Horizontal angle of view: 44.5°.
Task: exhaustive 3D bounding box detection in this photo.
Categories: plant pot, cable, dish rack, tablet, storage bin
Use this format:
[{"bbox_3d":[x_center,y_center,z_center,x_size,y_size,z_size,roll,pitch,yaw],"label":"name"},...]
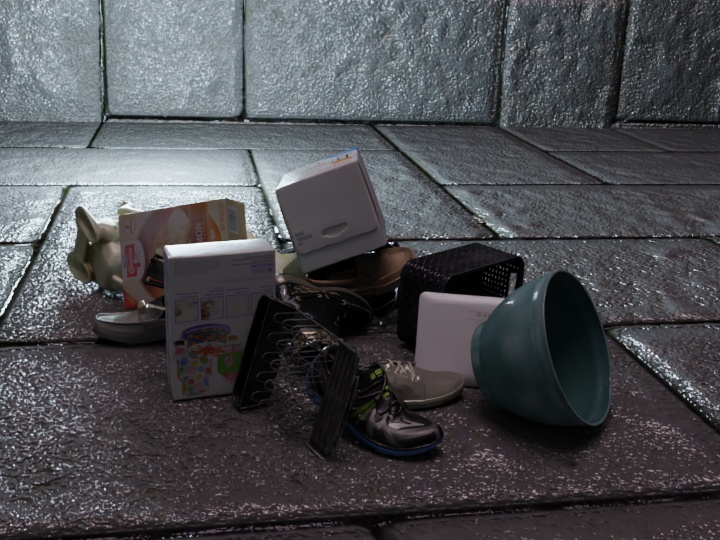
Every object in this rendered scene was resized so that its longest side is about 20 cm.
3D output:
[{"bbox_3d":[0.229,0.113,1.163,0.133,0.203,0.200,-17,6,34],"label":"plant pot"},{"bbox_3d":[0.008,0.004,1.500,0.161,0.051,0.201,-10,43,-13],"label":"cable"},{"bbox_3d":[-0.079,0.132,1.098,0.054,0.155,0.199,8,13,-37],"label":"dish rack"},{"bbox_3d":[0.178,0.102,1.261,0.197,0.132,0.014,4,-11,5],"label":"tablet"},{"bbox_3d":[0.159,0.044,1.392,0.198,0.137,0.093,-15,25,-41],"label":"storage bin"}]

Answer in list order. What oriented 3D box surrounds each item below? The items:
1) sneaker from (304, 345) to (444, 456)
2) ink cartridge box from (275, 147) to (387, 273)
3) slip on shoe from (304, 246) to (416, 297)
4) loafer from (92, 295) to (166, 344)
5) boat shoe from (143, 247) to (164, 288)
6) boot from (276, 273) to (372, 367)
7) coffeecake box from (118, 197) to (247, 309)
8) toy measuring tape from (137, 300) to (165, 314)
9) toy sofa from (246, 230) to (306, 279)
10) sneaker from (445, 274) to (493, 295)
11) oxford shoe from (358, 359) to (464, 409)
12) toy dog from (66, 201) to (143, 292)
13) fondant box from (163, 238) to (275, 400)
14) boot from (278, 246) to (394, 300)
[{"bbox_3d":[0.015,0.161,1.095,0.198,0.084,0.070,30,29,25],"label":"sneaker"},{"bbox_3d":[-0.046,-0.105,1.461,0.145,0.146,0.200,-20,13,4],"label":"ink cartridge box"},{"bbox_3d":[0.000,0.000,1.437,0.198,0.061,0.076,-17,48,-9],"label":"slip on shoe"},{"bbox_3d":[-0.310,0.072,1.353,0.197,0.071,0.070,-1,19,-10],"label":"loafer"},{"bbox_3d":[-0.229,0.034,1.314,0.199,0.064,0.074,24,-6,9],"label":"boat shoe"},{"bbox_3d":[-0.046,0.092,1.340,0.202,0.074,0.154,20,29,-37],"label":"boot"},{"bbox_3d":[-0.283,-0.023,1.420,0.197,0.156,0.073,-8,-6,18],"label":"coffeecake box"},{"bbox_3d":[-0.227,0.097,1.262,0.198,0.074,0.074,14,14,-22],"label":"toy measuring tape"},{"bbox_3d":[-0.194,-0.022,1.512,0.199,0.083,0.098,33,60,26],"label":"toy sofa"},{"bbox_3d":[0.144,0.035,1.524,0.198,0.076,0.114,-8,20,-42],"label":"sneaker"},{"bbox_3d":[0.051,0.150,1.197,0.197,0.059,0.075,-1,17,-14],"label":"oxford shoe"},{"bbox_3d":[-0.398,-0.046,1.591,0.193,0.141,0.199,33,33,33],"label":"toy dog"},{"bbox_3d":[-0.189,0.065,1.187,0.142,0.203,0.058,-5,18,-21],"label":"fondant box"},{"bbox_3d":[-0.056,0.021,1.568,0.198,0.066,0.165,25,41,26],"label":"boot"}]
